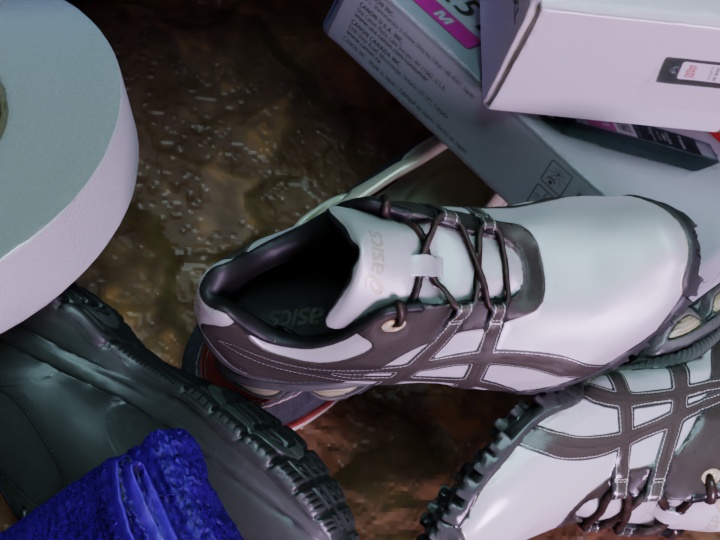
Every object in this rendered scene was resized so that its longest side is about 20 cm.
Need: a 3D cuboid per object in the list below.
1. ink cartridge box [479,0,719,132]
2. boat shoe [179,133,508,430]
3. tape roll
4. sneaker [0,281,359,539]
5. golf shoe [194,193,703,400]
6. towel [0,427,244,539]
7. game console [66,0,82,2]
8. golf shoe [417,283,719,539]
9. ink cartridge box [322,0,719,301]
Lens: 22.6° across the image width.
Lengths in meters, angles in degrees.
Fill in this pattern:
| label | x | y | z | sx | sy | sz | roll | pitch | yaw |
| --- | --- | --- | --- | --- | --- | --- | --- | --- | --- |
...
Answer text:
| label | x | y | z | sx | sy | sz | roll | pitch | yaw |
| --- | --- | --- | --- | --- | --- | --- | --- | --- | --- |
| ink cartridge box | 0.152 | -0.138 | 0.748 | 0.199 | 0.084 | 0.146 | 5 | 64 | -10 |
| boat shoe | 0.000 | 0.000 | 0.789 | 0.200 | 0.063 | 0.071 | -38 | 81 | -28 |
| tape roll | -0.189 | -0.044 | 0.718 | 0.202 | 0.037 | 0.203 | -5 | 47 | 5 |
| sneaker | -0.090 | 0.075 | 0.711 | 0.200 | 0.076 | 0.091 | 32 | 92 | 18 |
| golf shoe | 0.032 | 0.009 | 0.688 | 0.199 | 0.094 | 0.078 | -13 | 73 | 7 |
| towel | -0.081 | 0.173 | 0.634 | 0.050 | 0.148 | 0.200 | 14 | 46 | -62 |
| game console | -0.067 | -0.190 | 0.786 | 0.199 | 0.118 | 0.171 | -7 | 60 | 15 |
| golf shoe | 0.113 | 0.082 | 0.765 | 0.200 | 0.078 | 0.095 | -33 | 77 | -28 |
| ink cartridge box | 0.109 | -0.081 | 0.813 | 0.200 | 0.044 | 0.173 | 44 | 43 | 15 |
